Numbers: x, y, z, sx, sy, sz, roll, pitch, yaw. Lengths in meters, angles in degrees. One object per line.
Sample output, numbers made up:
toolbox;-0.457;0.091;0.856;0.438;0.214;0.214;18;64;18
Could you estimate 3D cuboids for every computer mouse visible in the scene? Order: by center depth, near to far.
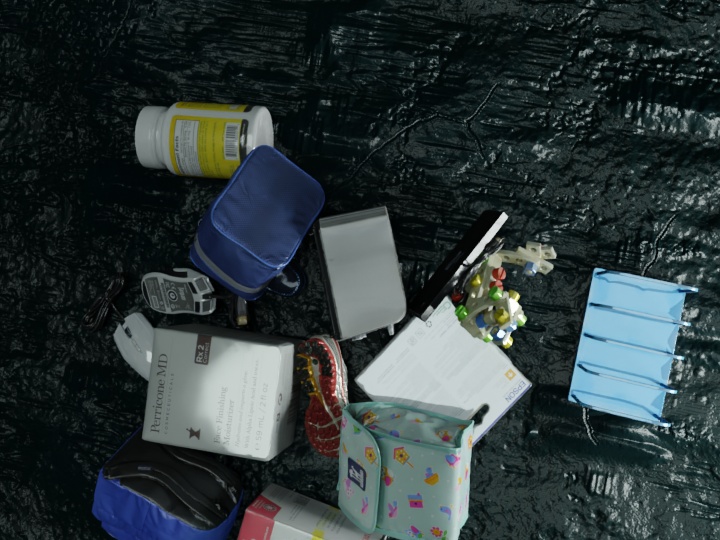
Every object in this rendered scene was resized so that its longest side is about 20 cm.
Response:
computer mouse;-0.258;0.029;1.298;0.196;0.044;0.112;5;119;25
computer mouse;-0.363;0.109;1.337;0.110;0.044;0.200;-45;82;4

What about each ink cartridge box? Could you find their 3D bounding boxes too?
ink cartridge box;-0.069;0.398;1.199;0.196;0.145;0.085;18;92;9
ink cartridge box;0.124;0.168;1.261;0.196;0.043;0.200;-45;86;5

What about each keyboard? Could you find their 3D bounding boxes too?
keyboard;0.151;-0.006;1.215;0.021;0.127;0.201;39;87;-16

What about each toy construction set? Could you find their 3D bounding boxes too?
toy construction set;0.203;0.023;1.201;0.130;0.201;0.093;-20;115;48

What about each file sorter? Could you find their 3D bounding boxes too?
file sorter;0.389;0.108;1.181;0.136;0.123;0.205;12;90;9

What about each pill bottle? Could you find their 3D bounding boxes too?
pill bottle;-0.243;-0.204;1.293;0.195;0.114;0.117;5;89;9

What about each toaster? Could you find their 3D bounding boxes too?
toaster;0.000;0.000;1.218;0.116;0.181;0.205;-12;86;2

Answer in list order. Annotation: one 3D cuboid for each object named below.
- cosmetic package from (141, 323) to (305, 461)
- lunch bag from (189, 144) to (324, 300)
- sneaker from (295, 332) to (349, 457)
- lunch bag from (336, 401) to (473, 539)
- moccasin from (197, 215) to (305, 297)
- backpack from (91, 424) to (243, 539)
cosmetic package;-0.201;0.177;1.248;0.195;0.165;0.169;6;89;9
lunch bag;-0.150;-0.070;1.198;0.135;0.132;0.202;37;52;-9
sneaker;-0.043;0.192;1.270;0.076;0.082;0.205;-1;105;20
lunch bag;0.057;0.291;1.196;0.195;0.122;0.175;8;110;18
moccasin;-0.180;-0.018;1.300;0.197;0.068;0.082;29;93;8
backpack;-0.284;0.355;1.263;0.196;0.163;0.170;23;122;8
